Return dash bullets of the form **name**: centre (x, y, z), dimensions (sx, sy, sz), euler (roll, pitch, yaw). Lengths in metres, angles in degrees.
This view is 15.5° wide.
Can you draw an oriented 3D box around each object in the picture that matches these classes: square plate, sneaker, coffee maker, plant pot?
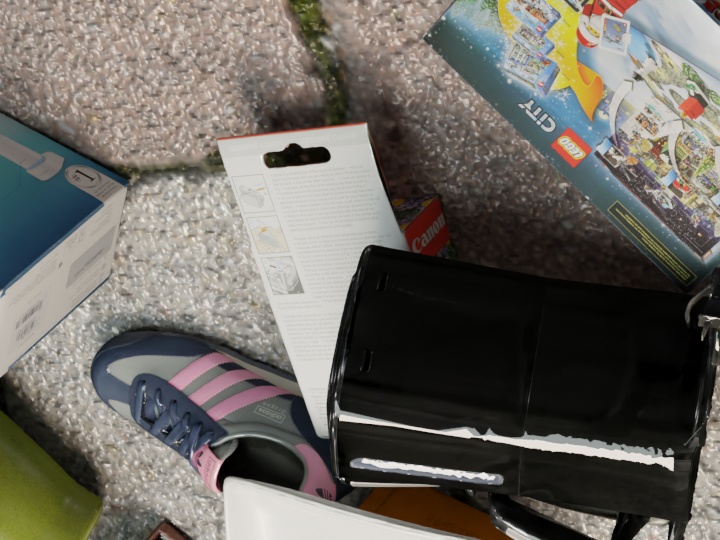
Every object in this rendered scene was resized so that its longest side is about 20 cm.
- **square plate**: centre (0.015, 0.220, 1.571), dimensions (0.198, 0.028, 0.200), euler (12, 125, 20)
- **sneaker**: centre (-0.092, 0.095, 1.621), dimensions (0.200, 0.082, 0.070), euler (15, 126, 23)
- **coffee maker**: centre (0.088, 0.051, 1.410), dimensions (0.199, 0.135, 0.192), euler (8, 126, 5)
- **plant pot**: centre (-0.280, 0.162, 1.725), dimensions (0.193, 0.201, 0.201), euler (30, 131, -4)

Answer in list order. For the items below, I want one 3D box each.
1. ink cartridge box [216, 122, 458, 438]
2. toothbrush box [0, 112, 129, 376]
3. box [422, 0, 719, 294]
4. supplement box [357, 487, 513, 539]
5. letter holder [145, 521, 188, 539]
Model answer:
- **ink cartridge box**: centre (0.000, 0.000, 1.527), dimensions (0.109, 0.050, 0.200), euler (-4, 116, 33)
- **toothbrush box**: centre (-0.265, -0.035, 1.603), dimensions (0.200, 0.146, 0.085), euler (28, 129, 13)
- **box**: centre (0.146, -0.100, 1.380), dimensions (0.200, 0.038, 0.137), euler (44, 132, 0)
- **supplement box**: centre (0.040, 0.239, 1.638), dimensions (0.126, 0.074, 0.200), euler (23, 128, 17)
- **letter holder**: centre (-0.165, 0.289, 1.750), dimensions (0.101, 0.142, 0.200), euler (38, 132, 4)
